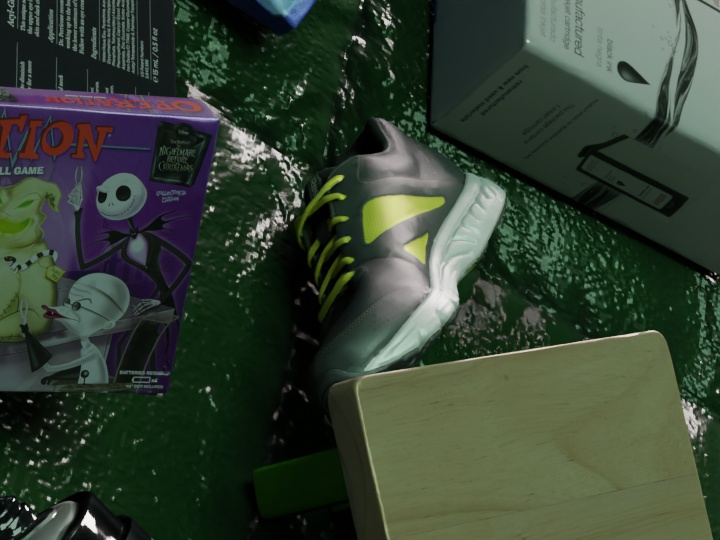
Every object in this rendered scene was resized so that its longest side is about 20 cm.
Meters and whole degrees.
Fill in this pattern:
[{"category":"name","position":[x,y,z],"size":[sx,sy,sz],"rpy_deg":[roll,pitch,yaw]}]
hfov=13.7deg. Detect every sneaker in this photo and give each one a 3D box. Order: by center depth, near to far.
[{"category":"sneaker","position":[0.000,0.000,1.345],"size":[0.084,0.075,0.200],"rpy_deg":[37,30,-4]}]

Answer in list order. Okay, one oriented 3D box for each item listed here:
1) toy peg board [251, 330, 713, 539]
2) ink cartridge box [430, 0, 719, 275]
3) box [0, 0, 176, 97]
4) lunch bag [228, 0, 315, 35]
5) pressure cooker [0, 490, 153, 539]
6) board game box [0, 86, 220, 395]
[{"category":"toy peg board","position":[0.056,0.142,1.288],"size":[0.199,0.098,0.200],"rpy_deg":[-7,82,-44]},{"category":"ink cartridge box","position":[0.138,-0.107,1.533],"size":[0.199,0.084,0.147],"rpy_deg":[25,47,-27]},{"category":"box","position":[-0.154,-0.077,1.248],"size":[0.141,0.079,0.201],"rpy_deg":[22,49,-33]},{"category":"lunch bag","position":[-0.059,-0.213,1.445],"size":[0.150,0.094,0.200],"rpy_deg":[41,54,-13]},{"category":"pressure cooker","position":[-0.111,0.174,1.029],"size":[0.200,0.176,0.179],"rpy_deg":[48,37,-9]},{"category":"board game box","position":[-0.158,-0.012,1.140],"size":[0.199,0.121,0.032],"rpy_deg":[2,18,-26]}]
